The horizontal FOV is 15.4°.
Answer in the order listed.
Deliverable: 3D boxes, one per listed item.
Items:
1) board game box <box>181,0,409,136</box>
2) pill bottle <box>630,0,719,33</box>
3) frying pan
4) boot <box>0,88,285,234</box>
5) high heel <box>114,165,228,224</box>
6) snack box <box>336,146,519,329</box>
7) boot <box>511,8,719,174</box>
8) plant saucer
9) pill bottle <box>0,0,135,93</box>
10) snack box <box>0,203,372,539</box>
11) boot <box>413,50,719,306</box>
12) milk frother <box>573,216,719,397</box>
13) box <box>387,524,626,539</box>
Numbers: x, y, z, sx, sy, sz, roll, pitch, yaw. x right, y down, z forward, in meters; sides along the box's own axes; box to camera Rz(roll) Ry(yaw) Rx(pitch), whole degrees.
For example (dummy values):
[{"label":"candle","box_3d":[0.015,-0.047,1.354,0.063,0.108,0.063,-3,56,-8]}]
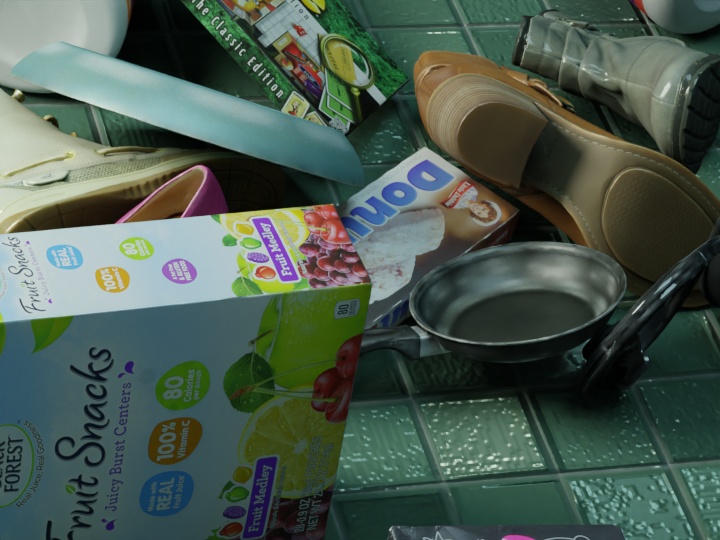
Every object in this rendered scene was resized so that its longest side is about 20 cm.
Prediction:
[{"label":"board game box","box_3d":[-0.062,-0.161,1.533,0.200,0.023,0.105,48,31,-2]},{"label":"pill bottle","box_3d":[0.170,-0.247,1.700,0.112,0.113,0.200,-20,50,-32]},{"label":"frying pan","box_3d":[0.058,0.032,1.373,0.115,0.031,0.190,16,36,41]},{"label":"boot","box_3d":[-0.153,-0.055,1.430,0.199,0.072,0.154,-12,35,-42]},{"label":"high heel","box_3d":[-0.147,0.022,1.311,0.199,0.096,0.067,-26,52,-23]},{"label":"snack box","box_3d":[0.000,0.000,1.442,0.072,0.024,0.200,34,45,22]},{"label":"boot","box_3d":[0.145,-0.109,1.540,0.130,0.068,0.200,17,9,8]},{"label":"plant saucer","box_3d":[-0.088,-0.086,1.423,0.199,0.028,0.200,18,3,-1]},{"label":"pill bottle","box_3d":[-0.175,-0.203,1.564,0.109,0.110,0.201,11,41,-2]},{"label":"snack box","box_3d":[-0.106,0.061,1.234,0.199,0.169,0.068,-6,40,-19]},{"label":"boot","box_3d":[0.120,-0.063,1.513,0.199,0.074,0.155,33,9,-17]},{"label":"milk frother","box_3d":[0.243,0.047,1.390,0.200,0.180,0.188,-47,58,2]},{"label":"box","box_3d":[0.071,0.223,1.123,0.114,0.133,0.201,2,42,-17]}]
